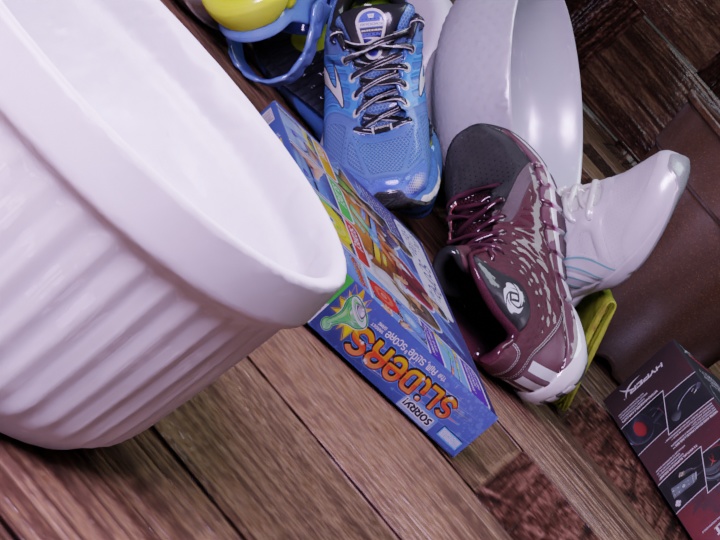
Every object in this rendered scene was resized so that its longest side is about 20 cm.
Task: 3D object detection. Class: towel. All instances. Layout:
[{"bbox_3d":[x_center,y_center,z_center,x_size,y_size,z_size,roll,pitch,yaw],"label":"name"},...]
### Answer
[{"bbox_3d":[0.145,0.025,1.532,0.018,0.087,0.200,20,17,-8],"label":"towel"}]

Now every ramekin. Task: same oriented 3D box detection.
[{"bbox_3d":[-0.108,-0.034,0.721,0.200,0.105,0.200,46,11,-11],"label":"ramekin"}]

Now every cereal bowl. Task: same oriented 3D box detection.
[{"bbox_3d":[0.097,-0.115,1.550,0.200,0.083,0.202,-1,90,-71],"label":"cereal bowl"}]

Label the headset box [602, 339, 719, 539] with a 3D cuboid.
[{"bbox_3d":[0.279,0.165,1.575,0.148,0.075,0.200,38,15,-41],"label":"headset box"}]

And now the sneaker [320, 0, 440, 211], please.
[{"bbox_3d":[0.005,-0.115,1.351,0.090,0.078,0.201,83,-1,-46],"label":"sneaker"}]

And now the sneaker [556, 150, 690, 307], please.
[{"bbox_3d":[0.138,-0.022,1.440,0.080,0.200,0.071,39,42,-10],"label":"sneaker"}]

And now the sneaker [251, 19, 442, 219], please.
[{"bbox_3d":[-0.013,-0.108,1.463,0.200,0.066,0.079,49,-17,35],"label":"sneaker"}]

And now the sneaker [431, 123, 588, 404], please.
[{"bbox_3d":[0.078,-0.019,1.372,0.115,0.075,0.201,23,43,-50],"label":"sneaker"}]

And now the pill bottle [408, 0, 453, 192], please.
[{"bbox_3d":[0.076,-0.124,1.686,0.200,0.112,0.113,39,14,-41],"label":"pill bottle"}]

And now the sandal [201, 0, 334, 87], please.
[{"bbox_3d":[-0.043,-0.191,1.433,0.200,0.079,0.088,-53,143,-44],"label":"sandal"}]

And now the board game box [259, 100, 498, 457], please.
[{"bbox_3d":[0.000,0.000,1.182,0.135,0.034,0.200,43,12,-26],"label":"board game box"}]

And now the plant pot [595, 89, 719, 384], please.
[{"bbox_3d":[0.263,-0.007,1.780,0.200,0.198,0.200,46,11,-11],"label":"plant pot"}]

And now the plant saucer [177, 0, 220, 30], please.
[{"bbox_3d":[-0.098,-0.258,1.423,0.200,0.032,0.202,3,90,-66],"label":"plant saucer"}]
